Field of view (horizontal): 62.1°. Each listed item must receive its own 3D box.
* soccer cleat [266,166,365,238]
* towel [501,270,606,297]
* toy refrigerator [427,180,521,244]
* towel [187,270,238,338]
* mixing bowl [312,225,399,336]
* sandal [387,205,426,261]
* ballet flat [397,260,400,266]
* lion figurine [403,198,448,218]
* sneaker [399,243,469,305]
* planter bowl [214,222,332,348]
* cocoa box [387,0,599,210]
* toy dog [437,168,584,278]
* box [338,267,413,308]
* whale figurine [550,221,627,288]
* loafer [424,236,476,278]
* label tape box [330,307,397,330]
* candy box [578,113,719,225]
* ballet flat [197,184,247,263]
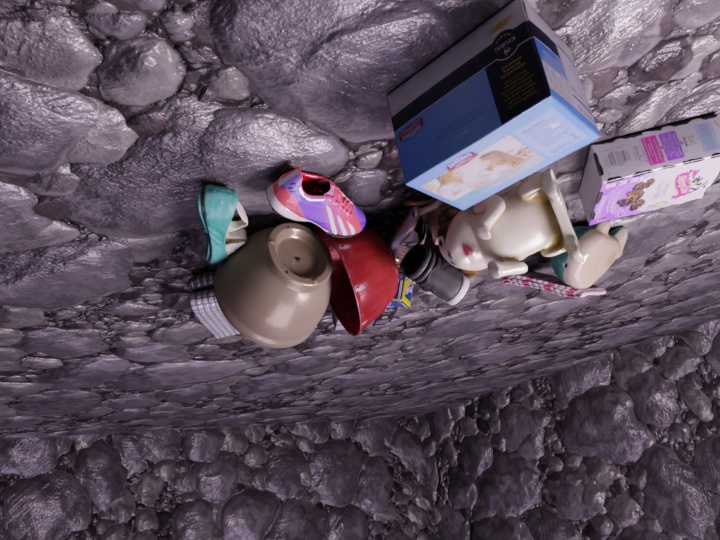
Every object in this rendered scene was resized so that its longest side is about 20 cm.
[{"bbox_3d":[-0.049,-0.103,0.917,0.073,0.069,0.198,-35,148,32],"label":"soccer cleat"},{"bbox_3d":[0.440,0.034,1.361,0.198,0.031,0.145,16,-167,42],"label":"towel"},{"bbox_3d":[0.220,-0.104,1.029,0.196,0.071,0.076,-8,152,-7],"label":"toy refrigerator"},{"bbox_3d":[-0.241,0.057,1.206,0.162,0.087,0.201,-11,157,-1],"label":"towel"},{"bbox_3d":[0.000,0.000,1.051,0.107,0.202,0.201,-22,162,-16],"label":"mixing bowl"},{"bbox_3d":[0.084,-0.049,1.076,0.059,0.080,0.207,32,160,-2],"label":"sandal"},{"bbox_3d":[0.080,-0.001,1.223,0.196,0.072,0.071,-9,159,-1],"label":"ballet flat"},{"bbox_3d":[0.153,-0.142,0.919,0.121,0.074,0.199,-15,177,-24],"label":"lion figurine"},{"bbox_3d":[0.110,-0.007,1.013,0.099,0.071,0.200,37,-178,-13],"label":"sneaker"},{"bbox_3d":[-0.126,0.008,0.993,0.197,0.203,0.135,6,145,-35],"label":"planter bowl"},{"bbox_3d":[0.152,-0.183,0.709,0.198,0.134,0.132,-27,153,37],"label":"cocoa box"},{"bbox_3d":[0.210,-0.070,0.906,0.197,0.195,0.141,-21,116,20],"label":"toy dog"},{"bbox_3d":[0.002,0.026,1.169,0.196,0.066,0.070,5,166,21],"label":"box"},{"bbox_3d":[0.483,-0.045,1.269,0.198,0.103,0.162,-21,129,-32],"label":"whale figurine"},{"bbox_3d":[0.174,-0.037,1.108,0.067,0.077,0.200,-24,-161,-15],"label":"loafer"},{"bbox_3d":[0.011,0.074,1.382,0.141,0.064,0.201,-7,159,-10],"label":"label tape box"},{"bbox_3d":[0.479,-0.161,0.991,0.196,0.073,0.168,-13,158,10],"label":"candy box"},{"bbox_3d":[-0.210,-0.063,0.930,0.069,0.069,0.201,3,155,-9],"label":"ballet flat"}]
